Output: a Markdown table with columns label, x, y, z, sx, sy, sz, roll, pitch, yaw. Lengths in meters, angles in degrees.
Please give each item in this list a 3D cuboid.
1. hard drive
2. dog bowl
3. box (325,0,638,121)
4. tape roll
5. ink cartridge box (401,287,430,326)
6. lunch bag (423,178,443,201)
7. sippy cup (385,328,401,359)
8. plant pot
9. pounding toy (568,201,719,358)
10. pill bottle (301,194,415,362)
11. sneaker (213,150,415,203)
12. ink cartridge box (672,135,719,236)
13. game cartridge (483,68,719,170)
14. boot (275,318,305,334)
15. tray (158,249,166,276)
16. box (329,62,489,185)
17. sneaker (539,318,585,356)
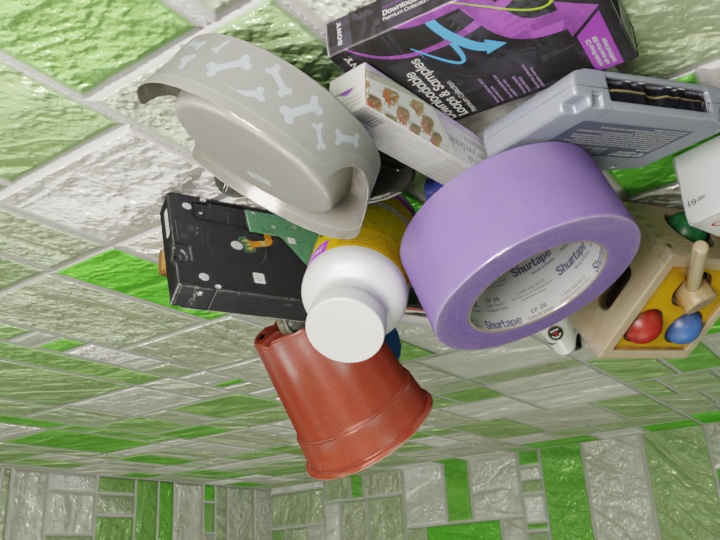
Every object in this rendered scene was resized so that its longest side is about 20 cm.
| label | x | y | z | sx | sy | sz | roll | pitch | yaw |
| --- | --- | --- | --- | --- | --- | --- | --- | --- | --- |
| hard drive | -0.110 | -0.010 | 0.833 | 0.199 | 0.140 | 0.038 | 8 | 132 | -29 |
| dog bowl | -0.072 | -0.103 | 0.603 | 0.199 | 0.059 | 0.200 | 30 | 168 | 7 |
| box | 0.093 | -0.175 | 0.593 | 0.199 | 0.036 | 0.143 | -14 | 156 | 29 |
| tape roll | 0.142 | -0.016 | 0.702 | 0.199 | 0.085 | 0.200 | -17 | 149 | -11 |
| ink cartridge box | 0.094 | 0.061 | 1.021 | 0.159 | 0.048 | 0.200 | 7 | -171 | 25 |
| lunch bag | 0.164 | -0.056 | 0.853 | 0.150 | 0.095 | 0.200 | -8 | 149 | 19 |
| sippy cup | -0.012 | 0.116 | 1.199 | 0.130 | 0.140 | 0.178 | -23 | 172 | 19 |
| plant pot | -0.035 | 0.141 | 1.053 | 0.200 | 0.196 | 0.201 | -29 | -169 | 6 |
| pounding toy | 0.354 | 0.012 | 0.896 | 0.183 | 0.142 | 0.201 | 3 | 129 | -29 |
| pill bottle | 0.000 | 0.000 | 0.776 | 0.104 | 0.200 | 0.105 | 4 | 123 | 7 |
| sneaker | -0.029 | -0.090 | 0.747 | 0.199 | 0.076 | 0.115 | 3 | 172 | 25 |
| ink cartridge box | 0.446 | -0.088 | 0.801 | 0.199 | 0.085 | 0.144 | 11 | 154 | -35 |
| game cartridge | 0.215 | -0.126 | 0.688 | 0.199 | 0.041 | 0.133 | -1 | 163 | -30 |
| boot | 0.012 | 0.012 | 0.932 | 0.199 | 0.073 | 0.182 | -5 | -157 | 23 |
| tray | -0.152 | 0.005 | 1.008 | 0.098 | 0.037 | 0.200 | -18 | 153 | 32 |
| box | 0.054 | -0.111 | 0.653 | 0.041 | 0.039 | 0.199 | -16 | 156 | 39 |
| sneaker | 0.285 | 0.069 | 1.091 | 0.074 | 0.089 | 0.200 | -26 | 179 | 28 |
